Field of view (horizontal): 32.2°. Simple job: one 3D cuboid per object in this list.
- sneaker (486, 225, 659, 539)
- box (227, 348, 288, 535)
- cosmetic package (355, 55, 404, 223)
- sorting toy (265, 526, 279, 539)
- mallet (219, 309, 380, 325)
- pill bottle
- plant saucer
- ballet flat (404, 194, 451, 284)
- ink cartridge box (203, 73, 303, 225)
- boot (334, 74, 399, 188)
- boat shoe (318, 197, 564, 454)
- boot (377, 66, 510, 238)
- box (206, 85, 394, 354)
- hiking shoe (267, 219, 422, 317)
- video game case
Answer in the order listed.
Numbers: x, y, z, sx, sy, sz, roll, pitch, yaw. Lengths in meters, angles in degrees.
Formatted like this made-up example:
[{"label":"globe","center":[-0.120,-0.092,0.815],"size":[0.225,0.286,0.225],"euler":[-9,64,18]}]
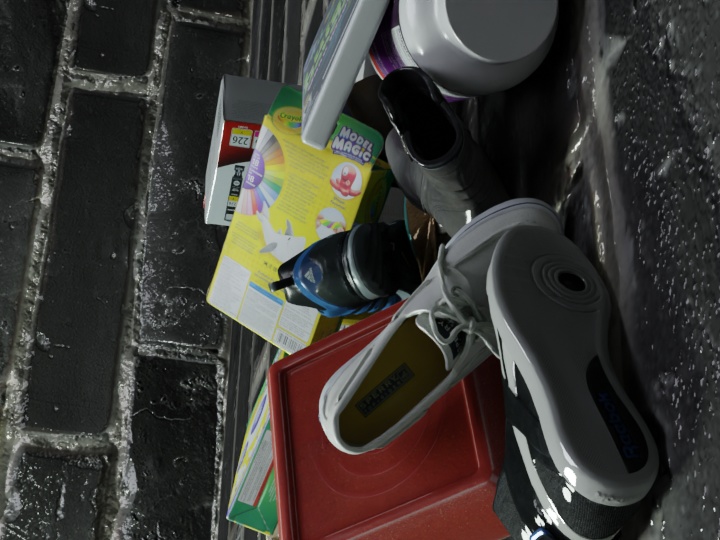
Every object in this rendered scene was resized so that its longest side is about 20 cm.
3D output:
[{"label":"sneaker","center":[0.098,0.076,0.700],"size":[0.201,0.072,0.113],"euler":[-98,19,-48]},{"label":"box","center":[-0.071,0.135,1.134],"size":[0.200,0.048,0.118],"euler":[-82,15,-72]},{"label":"cosmetic package","center":[0.031,-0.117,1.153],"size":[0.051,0.081,0.203],"euler":[172,105,-78]},{"label":"sorting toy","center":[-0.028,0.197,1.165],"size":[0.200,0.105,0.183],"euler":[180,92,-82]},{"label":"mallet","center":[-0.029,0.049,1.088],"size":[0.041,0.197,0.067],"euler":[67,-157,-60]},{"label":"pill bottle","center":[0.072,-0.179,0.887],"size":[0.200,0.111,0.114],"euler":[-159,75,-79]},{"label":"plant saucer","center":[0.016,0.106,0.840],"size":[0.037,0.198,0.202],"euler":[42,-150,-45]},{"label":"ballet flat","center":[0.075,-0.002,0.927],"size":[0.072,0.067,0.202],"euler":[-37,44,47]},{"label":"ink cartridge box","center":[-0.057,-0.095,1.289],"size":[0.084,0.197,0.177],"euler":[-97,17,-48]},{"label":"boot","center":[0.023,-0.086,1.061],"size":[0.075,0.096,0.202],"euler":[87,169,-53]},{"label":"boat shoe","center":[0.052,0.035,0.759],"size":[0.202,0.075,0.086],"euler":[-42,6,-1]},{"label":"boot","center":[0.050,-0.093,0.872],"size":[0.132,0.069,0.200],"euler":[56,178,-37]},{"label":"box","center":[-0.048,-0.041,1.036],"size":[0.048,0.117,0.202],"euler":[-14,-51,-57]},{"label":"hiking shoe","center":[0.000,0.000,0.972],"size":[0.200,0.086,0.075],"euler":[23,-123,-70]},{"label":"video game case","center":[0.001,-0.210,0.935],"size":[0.182,0.023,0.202],"euler":[-94,27,-65]}]
